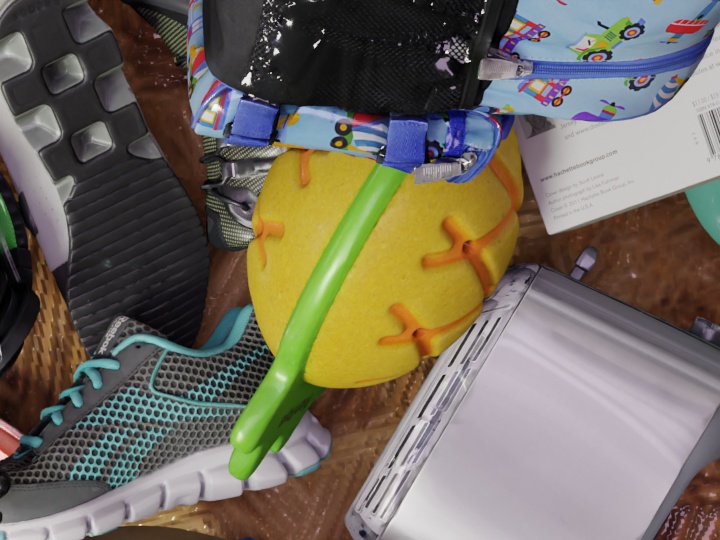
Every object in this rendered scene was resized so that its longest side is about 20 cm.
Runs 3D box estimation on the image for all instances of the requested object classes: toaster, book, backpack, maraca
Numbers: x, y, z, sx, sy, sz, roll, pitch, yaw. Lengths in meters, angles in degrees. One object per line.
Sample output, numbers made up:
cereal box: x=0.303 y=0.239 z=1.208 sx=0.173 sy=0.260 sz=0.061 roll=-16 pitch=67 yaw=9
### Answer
toaster: x=0.079 y=0.091 z=0.870 sx=0.128 sy=0.114 sz=0.201 roll=31 pitch=94 yaw=4
book: x=0.106 y=-0.130 z=0.784 sx=0.133 sy=0.048 sz=0.202 roll=-19 pitch=86 yaw=38
backpack: x=0.043 y=-0.118 z=0.697 sx=0.198 sy=0.183 sz=0.136 roll=7 pitch=123 yaw=-12
maraca: x=0.000 y=0.000 z=0.809 sx=0.106 sy=0.137 sz=0.201 roll=33 pitch=107 yaw=11

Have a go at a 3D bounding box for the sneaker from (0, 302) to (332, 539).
sneaker: x=-0.112 y=0.068 z=0.868 sx=0.198 sy=0.077 sz=0.092 roll=-14 pitch=92 yaw=-30

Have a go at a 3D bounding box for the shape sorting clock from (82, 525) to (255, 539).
shape sorting clock: x=-0.049 y=0.175 z=0.834 sx=0.198 sy=0.200 sz=0.040 roll=23 pitch=106 yaw=1

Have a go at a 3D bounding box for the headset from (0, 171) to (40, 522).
headset: x=-0.184 y=0.016 z=0.812 sx=0.093 sy=0.123 sz=0.202 roll=-24 pitch=61 yaw=36

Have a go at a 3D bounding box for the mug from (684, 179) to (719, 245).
mug: x=0.202 y=-0.056 z=0.839 sx=0.152 sy=0.114 sz=0.187 roll=35 pitch=72 yaw=-41

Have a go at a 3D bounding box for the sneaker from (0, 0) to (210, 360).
sneaker: x=-0.128 y=-0.045 z=0.899 sx=0.074 sy=0.088 sz=0.202 roll=-22 pitch=114 yaw=-19

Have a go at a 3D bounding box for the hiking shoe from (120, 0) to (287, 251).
hiking shoe: x=-0.049 y=-0.062 z=0.887 sx=0.200 sy=0.076 sz=0.101 roll=42 pitch=89 yaw=0

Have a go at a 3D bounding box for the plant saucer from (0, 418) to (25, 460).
plant saucer: x=-0.261 y=0.126 z=0.917 sx=0.199 sy=0.037 sz=0.201 roll=33 pitch=92 yaw=0
